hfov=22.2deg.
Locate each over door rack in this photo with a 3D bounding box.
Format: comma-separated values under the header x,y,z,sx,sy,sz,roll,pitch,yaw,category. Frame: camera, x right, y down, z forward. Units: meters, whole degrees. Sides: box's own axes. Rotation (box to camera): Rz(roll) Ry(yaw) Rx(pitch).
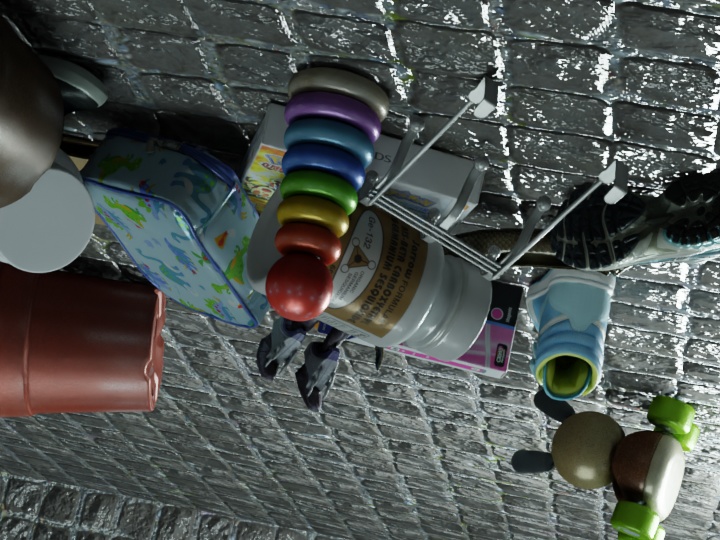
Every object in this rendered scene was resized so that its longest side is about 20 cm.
x,y,z,sx,sy,sz,roll,pitch,yaw,category
0.109,-0.079,1.505,0.147,0.067,0.200,29,144,-19,over door rack

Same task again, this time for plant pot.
x,y,z,sx,sy,sz,roll,pitch,yaw,category
-0.342,-0.142,1.466,0.199,0.202,0.198,7,170,18,plant pot
-0.336,0.087,2.184,0.194,0.202,0.201,4,163,-1,plant pot

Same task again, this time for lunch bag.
x,y,z,sx,sy,sz,roll,pitch,yaw,category
-0.165,-0.041,1.701,0.160,0.083,0.200,16,151,37,lunch bag

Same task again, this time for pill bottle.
x,y,z,sx,sy,sz,roll,pitch,yaw,category
-0.314,-0.072,1.651,0.115,0.116,0.200,24,-174,-32,pill bottle
0.010,0.002,1.599,0.199,0.115,0.114,25,159,-24,pill bottle

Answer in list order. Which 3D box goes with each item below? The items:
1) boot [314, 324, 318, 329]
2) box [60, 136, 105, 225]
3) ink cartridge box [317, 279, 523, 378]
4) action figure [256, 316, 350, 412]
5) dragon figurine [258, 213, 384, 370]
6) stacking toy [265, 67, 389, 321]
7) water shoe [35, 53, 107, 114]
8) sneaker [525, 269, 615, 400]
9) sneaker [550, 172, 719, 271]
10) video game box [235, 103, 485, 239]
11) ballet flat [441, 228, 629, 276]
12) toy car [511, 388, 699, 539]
x,y,z,sx,sy,sz,roll,pitch,yaw,category
-0.040,0.033,1.972,0.200,0.071,0.144,13,161,-20,boot
-0.255,-0.084,1.843,0.162,0.021,0.200,10,163,7,box
0.062,0.040,1.882,0.199,0.095,0.037,13,163,-2,ink cartridge box
-0.018,0.034,1.710,0.129,0.070,0.200,25,123,-15,action figure
-0.040,0.004,1.780,0.099,0.201,0.059,-14,-164,11,dragon figurine
-0.037,-0.057,1.468,0.085,0.201,0.085,12,163,4,stacking toy
-0.314,-0.143,1.600,0.199,0.079,0.072,7,162,19,water shoe
0.199,0.075,1.833,0.079,0.132,0.200,10,163,2,sneaker
0.254,-0.028,1.566,0.199,0.078,0.086,-3,160,42,sneaker
-0.007,-0.076,1.651,0.199,0.047,0.182,15,160,-8,video game box
0.158,-0.013,1.665,0.198,0.047,0.067,-3,170,9,ballet flat
0.288,0.224,2.217,0.199,0.165,0.158,17,165,19,toy car
